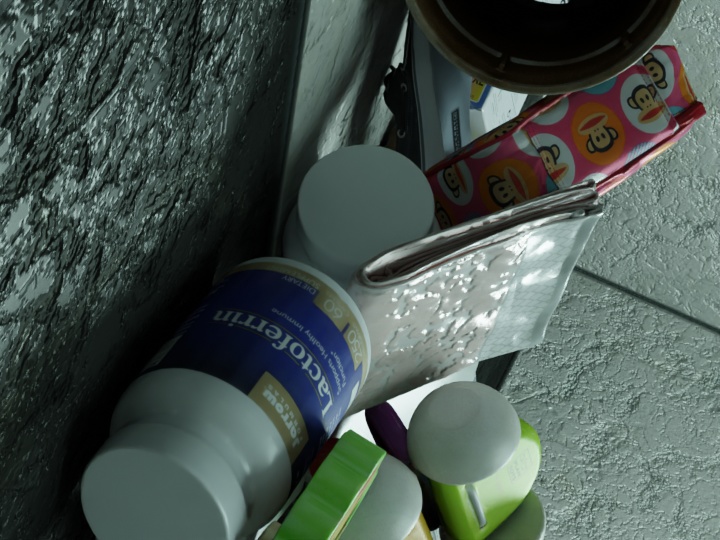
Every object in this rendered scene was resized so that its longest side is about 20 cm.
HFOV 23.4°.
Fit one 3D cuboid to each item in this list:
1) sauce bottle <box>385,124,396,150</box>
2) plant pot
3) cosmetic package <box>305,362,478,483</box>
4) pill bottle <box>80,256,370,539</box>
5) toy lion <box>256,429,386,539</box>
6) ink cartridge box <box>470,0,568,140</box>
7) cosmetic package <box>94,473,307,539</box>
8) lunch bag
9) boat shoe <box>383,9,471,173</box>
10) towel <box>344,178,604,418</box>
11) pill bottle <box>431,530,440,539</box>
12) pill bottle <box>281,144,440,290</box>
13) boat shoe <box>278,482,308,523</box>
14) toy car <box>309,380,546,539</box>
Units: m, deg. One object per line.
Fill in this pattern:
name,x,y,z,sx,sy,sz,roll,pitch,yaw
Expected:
sauce bottle,0.060,-0.083,1.533,0.066,0.066,0.200,-65,169,-7
plant pot,0.134,-0.243,1.239,0.198,0.199,0.201,-63,174,-71
cosmetic package,0.010,0.097,1.438,0.200,0.090,0.107,-14,126,-55
pill bottle,-0.079,0.087,1.033,0.200,0.115,0.116,-55,165,-52
toy lion,-0.036,0.170,1.049,0.192,0.068,0.200,-61,174,26
ink cartridge box,0.119,-0.211,1.499,0.201,0.076,0.137,-63,165,-11
cosmetic package,-0.101,0.153,1.171,0.051,0.082,0.200,-69,171,23
lunch bag,0.136,-0.087,1.276,0.199,0.082,0.176,-30,-176,-24
boat shoe,0.048,-0.131,1.340,0.070,0.066,0.201,-35,125,-51
towel,0.063,0.027,1.194,0.190,0.032,0.200,-19,154,-21
pill bottle,-0.010,0.245,1.407,0.200,0.113,0.114,-50,161,-55
pill bottle,0.000,0.000,1.255,0.200,0.115,0.116,93,23,-62
boat shoe,-0.080,0.224,1.486,0.072,0.075,0.201,-59,170,-47
toy car,0.035,0.162,1.296,0.199,0.150,0.176,-34,135,-13
